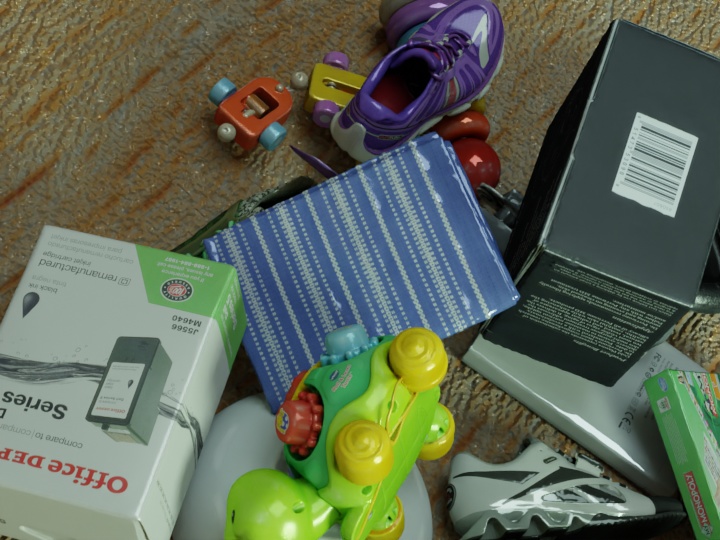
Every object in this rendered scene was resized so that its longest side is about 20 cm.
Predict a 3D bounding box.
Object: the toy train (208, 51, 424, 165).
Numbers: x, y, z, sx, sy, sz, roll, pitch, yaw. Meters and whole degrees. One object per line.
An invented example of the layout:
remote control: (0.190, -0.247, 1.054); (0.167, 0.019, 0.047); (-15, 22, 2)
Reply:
toy train: (-0.026, -0.098, 1.472); (0.200, 0.056, 0.150); (38, 52, 6)

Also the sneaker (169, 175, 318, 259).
sneaker: (-0.100, -0.017, 1.357); (0.077, 0.089, 0.200); (42, 52, 5)

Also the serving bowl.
serving bowl: (-0.033, 0.167, 1.283); (0.199, 0.066, 0.201); (13, 55, -18)

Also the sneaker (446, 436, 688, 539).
sneaker: (0.159, 0.167, 1.368); (0.199, 0.074, 0.089); (4, 59, -24)

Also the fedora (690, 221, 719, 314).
fedora: (0.262, -0.039, 1.540); (0.200, 0.092, 0.201); (11, 59, -19)

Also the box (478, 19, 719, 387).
box: (0.191, -0.046, 1.352); (0.124, 0.197, 0.201); (22, 68, -3)

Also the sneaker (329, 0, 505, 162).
sneaker: (0.060, -0.162, 1.454); (0.081, 0.083, 0.200); (39, 57, 5)

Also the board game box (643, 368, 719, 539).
board game box: (0.302, 0.177, 1.416); (0.134, 0.029, 0.201); (7, 60, -46)

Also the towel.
towel: (0.000, 0.000, 1.300); (0.199, 0.024, 0.145); (-24, 76, 0)

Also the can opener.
can opener: (0.163, 0.003, 1.471); (0.200, 0.053, 0.067); (41, 83, 4)

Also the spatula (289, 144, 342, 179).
spatula: (0.005, -0.029, 1.389); (0.021, 0.200, 0.056); (-43, 38, -13)

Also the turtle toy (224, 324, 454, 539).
turtle toy: (-0.014, 0.120, 1.205); (0.101, 0.146, 0.200); (24, 63, 19)

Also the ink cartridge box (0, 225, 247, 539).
ink cartridge box: (-0.178, 0.084, 1.217); (0.145, 0.084, 0.201); (12, 59, 10)

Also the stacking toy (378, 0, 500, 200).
stacking toy: (0.076, -0.151, 1.544); (0.085, 0.085, 0.201); (-2, 67, -26)

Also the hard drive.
hard drive: (0.193, 0.083, 1.470); (0.200, 0.027, 0.132); (36, 51, -1)
